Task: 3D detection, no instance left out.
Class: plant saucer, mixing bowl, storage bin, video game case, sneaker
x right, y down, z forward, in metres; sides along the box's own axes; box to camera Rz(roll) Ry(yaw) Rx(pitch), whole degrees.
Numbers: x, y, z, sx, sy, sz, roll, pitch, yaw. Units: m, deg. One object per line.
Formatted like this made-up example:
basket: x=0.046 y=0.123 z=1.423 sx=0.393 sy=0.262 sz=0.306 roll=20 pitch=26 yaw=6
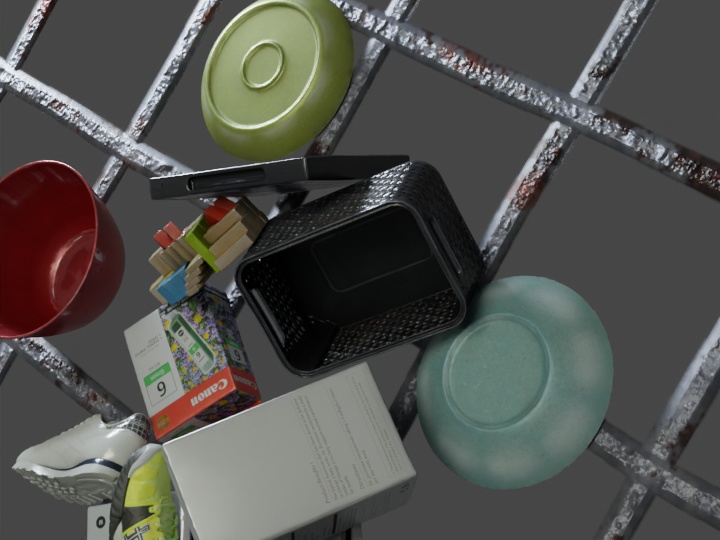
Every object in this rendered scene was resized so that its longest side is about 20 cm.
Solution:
plant saucer: x=-0.099 y=-0.217 z=1.652 sx=0.199 sy=0.031 sz=0.201 roll=-11 pitch=68 yaw=28
mixing bowl: x=-0.332 y=-0.009 z=1.676 sx=0.199 sy=0.108 sz=0.202 roll=-11 pitch=68 yaw=29
storage bin: x=0.000 y=0.000 z=1.432 sx=0.199 sy=0.136 sz=0.094 roll=-20 pitch=20 yaw=25
plant saucer: x=0.130 y=0.096 z=1.389 sx=0.200 sy=0.039 sz=0.202 roll=-11 pitch=68 yaw=29
video game case: x=-0.075 y=-0.091 z=1.491 sx=0.180 sy=0.200 sz=0.026 roll=-5 pitch=92 yaw=31
sneaker: x=-0.288 y=0.193 z=1.594 sx=0.199 sy=0.076 sz=0.081 roll=-8 pitch=55 yaw=44
sneaker: x=-0.196 y=0.267 z=1.461 sx=0.076 sy=0.075 sz=0.202 roll=4 pitch=89 yaw=24

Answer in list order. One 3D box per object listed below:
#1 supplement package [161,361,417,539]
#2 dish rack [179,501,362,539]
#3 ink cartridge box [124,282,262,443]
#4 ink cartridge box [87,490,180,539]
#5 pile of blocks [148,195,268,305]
supplement package: x=-0.064 y=0.184 z=1.372 sx=0.199 sy=0.117 sz=0.117 roll=-21 pitch=73 yaw=-10
dish rack: x=-0.083 y=0.280 z=1.422 sx=0.170 sy=0.044 sz=0.201 roll=0 pitch=70 yaw=-1
ink cartridge box: x=-0.164 y=0.123 z=1.557 sx=0.109 sy=0.050 sz=0.201 roll=-33 pitch=58 yaw=18
ink cartridge box: x=-0.184 y=0.318 z=1.500 sx=0.199 sy=0.041 sz=0.201 roll=-15 pitch=69 yaw=27
pile of blocks: x=-0.171 y=-0.018 z=1.499 sx=0.200 sy=0.062 sz=0.082 roll=-33 pitch=15 yaw=48
